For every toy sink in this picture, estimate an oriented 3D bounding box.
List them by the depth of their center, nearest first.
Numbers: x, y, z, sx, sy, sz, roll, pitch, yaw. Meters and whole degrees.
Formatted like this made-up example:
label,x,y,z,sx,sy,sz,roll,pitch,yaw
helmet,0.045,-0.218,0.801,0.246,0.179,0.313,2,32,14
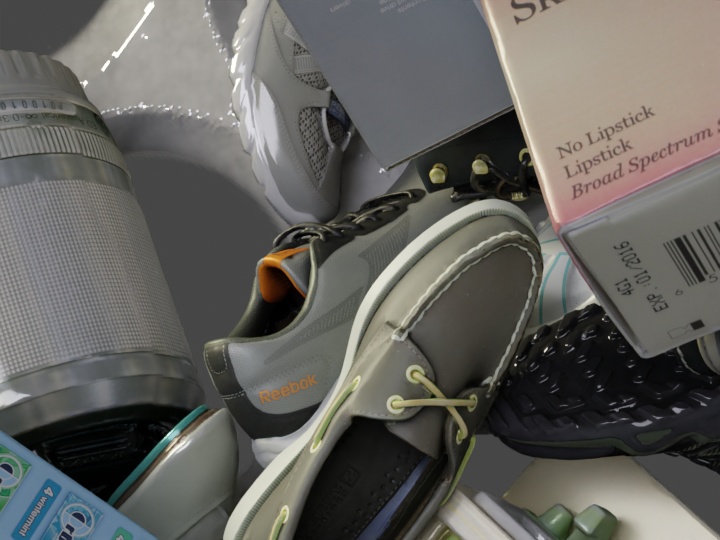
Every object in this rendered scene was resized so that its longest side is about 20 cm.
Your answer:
label,x,y,z,sx,sy,sz,roll,pitch,yaw
toy sink,0.067,0.171,0.916,0.130,0.112,0.200,42,93,21

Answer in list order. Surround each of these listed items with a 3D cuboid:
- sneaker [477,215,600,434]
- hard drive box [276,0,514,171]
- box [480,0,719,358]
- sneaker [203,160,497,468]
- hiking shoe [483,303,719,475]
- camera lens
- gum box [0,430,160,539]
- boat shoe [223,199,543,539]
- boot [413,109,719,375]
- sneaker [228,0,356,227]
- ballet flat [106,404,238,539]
label,x,y,z,sx,sy,sz,roll,pitch,yaw
sneaker,0.095,0.013,0.975,0.200,0.070,0.080,-25,48,15
hard drive box,-0.008,-0.169,0.892,0.077,0.200,0.156,-25,30,14
box,0.123,-0.091,0.808,0.128,0.109,0.201,-24,54,13
sneaker,0.000,0.000,0.957,0.074,0.079,0.200,-15,31,46
hiking shoe,0.154,0.065,0.911,0.199,0.101,0.076,-7,45,10
camera lens,-0.173,0.017,1.004,0.160,0.160,0.201,-25,71,12
gum box,-0.137,0.142,0.893,0.200,0.170,0.045,35,58,-8
boat shoe,0.017,0.065,0.871,0.202,0.072,0.060,-56,26,9
boot,0.101,-0.038,0.912,0.153,0.073,0.204,-14,60,29
sneaker,-0.013,-0.118,1.027,0.082,0.075,0.201,-2,77,20
ballet flat,-0.098,0.134,0.975,0.200,0.069,0.070,-47,63,41
